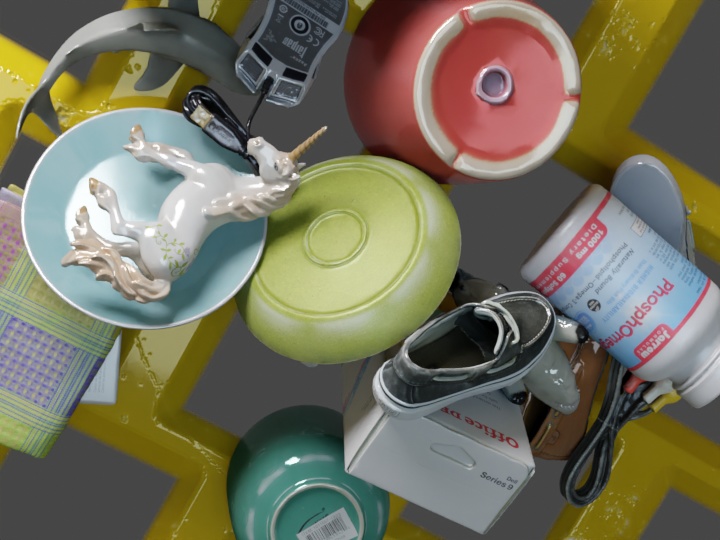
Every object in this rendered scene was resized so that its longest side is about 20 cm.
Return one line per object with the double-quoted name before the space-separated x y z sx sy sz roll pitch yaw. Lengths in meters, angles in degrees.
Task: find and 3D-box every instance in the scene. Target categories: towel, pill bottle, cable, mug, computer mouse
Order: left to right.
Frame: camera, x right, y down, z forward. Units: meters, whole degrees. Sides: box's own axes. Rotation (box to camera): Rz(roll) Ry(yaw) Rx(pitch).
"towel" -0.278 0.046 0.981 0.143 0.023 0.202 27 97 -16
"computer mouse" -0.070 -0.175 1.014 0.109 0.044 0.201 31 64 -10
"mug" -0.044 0.202 1.099 0.150 0.114 0.187 13 101 -13
"cable" 0.252 0.137 1.121 0.097 0.050 0.201 36 89 -34
"pill bottle" 0.248 0.026 1.046 0.200 0.109 0.109 41 94 3

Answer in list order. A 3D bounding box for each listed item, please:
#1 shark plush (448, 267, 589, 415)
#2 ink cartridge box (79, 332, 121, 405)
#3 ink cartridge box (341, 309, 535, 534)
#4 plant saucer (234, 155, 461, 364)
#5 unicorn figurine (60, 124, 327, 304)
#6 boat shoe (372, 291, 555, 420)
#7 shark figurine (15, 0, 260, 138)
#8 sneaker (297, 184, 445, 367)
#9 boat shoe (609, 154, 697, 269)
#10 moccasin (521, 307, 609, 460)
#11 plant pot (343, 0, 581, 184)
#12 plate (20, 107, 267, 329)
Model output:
"shark plush" 0.120 0.057 1.081 0.199 0.083 0.091 33 84 20
"ink cartridge box" -0.308 0.032 1.027 0.197 0.085 0.148 5 102 -13
"ink cartridge box" 0.062 0.117 1.049 0.144 0.201 0.088 26 113 -16
"plant saucer" -0.017 -0.020 0.963 0.199 0.201 0.031 -31 143 -2
"unicorn figurine" -0.136 -0.057 0.933 0.136 0.074 0.201 32 79 3
"boat shoe" 0.099 0.061 0.952 0.199 0.071 0.072 -27 72 -38
"shark figurine" -0.197 -0.189 0.995 0.212 0.090 0.130 -14 104 -9
"sneaker" 0.000 0.000 1.029 0.199 0.075 0.100 -40 121 -8
"boat shoe" 0.288 -0.035 1.126 0.074 0.086 0.203 -12 121 24
"moccasin" 0.191 0.085 1.142 0.077 0.074 0.204 5 110 -19
"plant pot" 0.094 -0.161 1.007 0.198 0.177 0.203 -2 103 -9
"plate" -0.175 -0.042 0.963 0.197 0.026 0.203 5 64 -9
